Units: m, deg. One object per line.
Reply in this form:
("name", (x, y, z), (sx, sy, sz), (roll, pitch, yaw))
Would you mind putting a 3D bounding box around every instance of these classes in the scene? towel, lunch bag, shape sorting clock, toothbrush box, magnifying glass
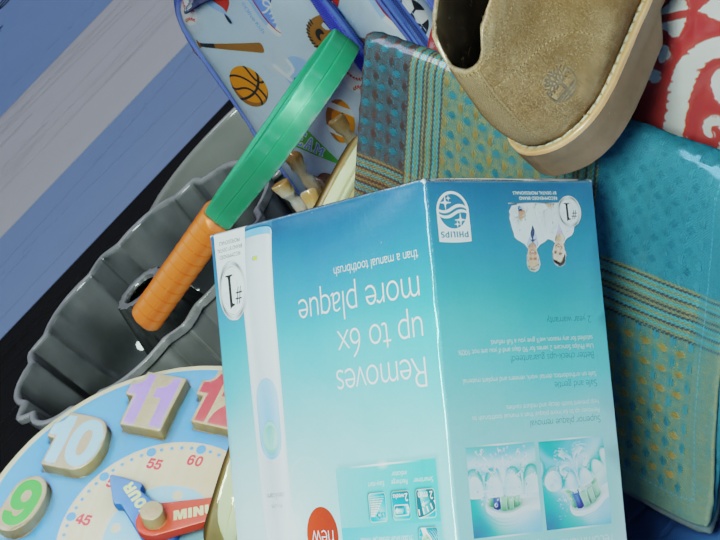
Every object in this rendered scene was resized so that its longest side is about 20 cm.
("towel", (0.072, -0.001, 0.928), (0.199, 0.148, 0.022), (25, 30, 39))
("lunch bag", (-0.003, -0.117, 1.275), (0.160, 0.200, 0.076), (-19, 24, 49))
("shape sorting clock", (-0.094, 0.125, 1.110), (0.198, 0.039, 0.201), (-9, 45, 9))
("toothbrush box", (0.022, 0.074, 0.888), (0.146, 0.085, 0.202), (-11, 83, 54))
("magnifying glass", (-0.060, -0.043, 1.208), (0.200, 0.022, 0.080), (-50, 9, 31))

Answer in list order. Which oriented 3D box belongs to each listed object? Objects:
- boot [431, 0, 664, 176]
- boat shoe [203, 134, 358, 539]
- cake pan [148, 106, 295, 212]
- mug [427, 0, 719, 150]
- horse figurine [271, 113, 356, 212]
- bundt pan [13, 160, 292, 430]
("boot", (0.085, -0.140, 0.873), (0.073, 0.075, 0.201), (-7, 55, 48))
("boat shoe", (-0.012, 0.041, 1.069), (0.074, 0.066, 0.202), (141, 147, -87))
("cake pan", (-0.056, -0.073, 1.505), (0.200, 0.037, 0.201), (-39, 19, 16))
("mug", (0.145, -0.069, 0.950), (0.199, 0.177, 0.134), (-3, 54, 42))
("horse figurine", (0.000, 0.000, 1.194), (0.050, 0.133, 0.200), (-25, 15, 11))
("bundt pan", (-0.102, 0.035, 1.348), (0.201, 0.076, 0.202), (-37, 22, 17))
